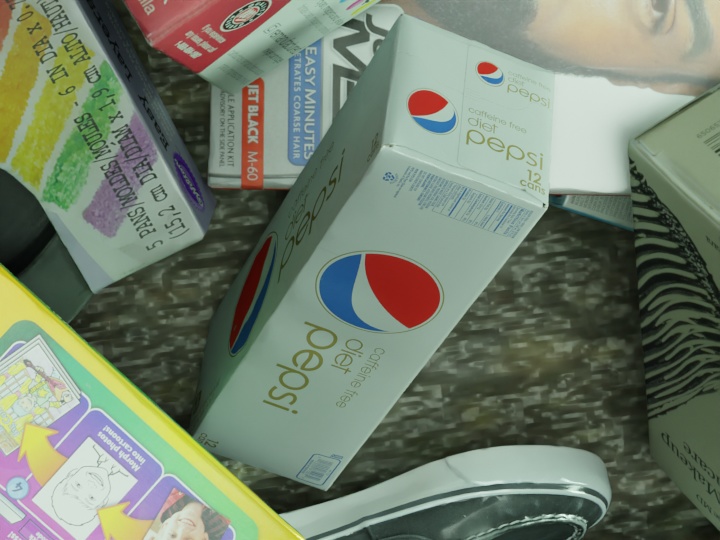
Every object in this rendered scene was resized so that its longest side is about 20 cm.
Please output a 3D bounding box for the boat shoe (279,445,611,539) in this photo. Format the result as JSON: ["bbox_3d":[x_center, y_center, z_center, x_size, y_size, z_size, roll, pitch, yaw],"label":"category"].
[{"bbox_3d":[0.010,0.127,0.836,0.200,0.072,0.068,-13,56,-5],"label":"boat shoe"}]

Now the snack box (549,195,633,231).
[{"bbox_3d":[0.163,-0.106,0.864,0.116,0.037,0.200,17,93,-9],"label":"snack box"}]

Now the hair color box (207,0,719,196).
[{"bbox_3d":[0.042,-0.085,0.812,0.200,0.064,0.111,1,94,3],"label":"hair color box"}]

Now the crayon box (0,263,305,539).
[{"bbox_3d":[-0.132,0.075,0.748,0.200,0.058,0.119,44,83,-12],"label":"crayon box"}]

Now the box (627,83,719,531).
[{"bbox_3d":[0.154,0.022,0.779,0.068,0.082,0.200,-31,141,-15],"label":"box"}]

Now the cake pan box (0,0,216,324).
[{"bbox_3d":[-0.177,-0.057,0.782,0.184,0.052,0.200,-24,106,10],"label":"cake pan box"}]

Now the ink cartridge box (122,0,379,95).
[{"bbox_3d":[-0.010,-0.179,0.710,0.200,0.145,0.145,-33,84,5],"label":"ink cartridge box"}]

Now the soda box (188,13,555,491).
[{"bbox_3d":[0.000,0.000,0.773,0.064,0.200,0.068,20,49,-14],"label":"soda box"}]
